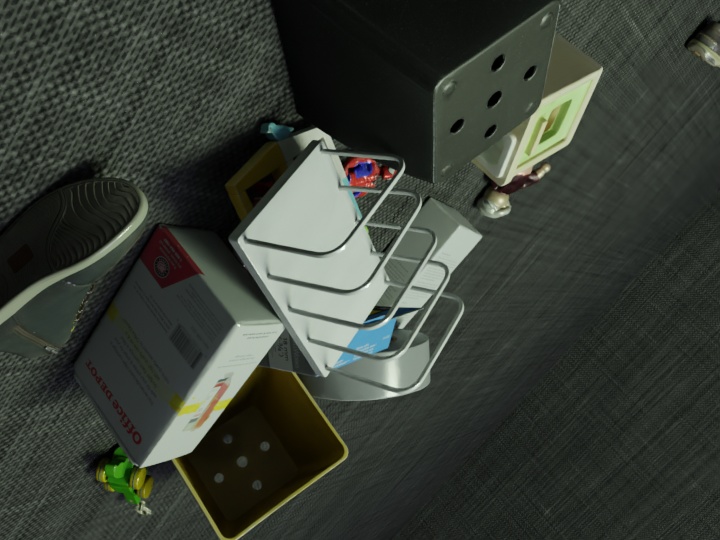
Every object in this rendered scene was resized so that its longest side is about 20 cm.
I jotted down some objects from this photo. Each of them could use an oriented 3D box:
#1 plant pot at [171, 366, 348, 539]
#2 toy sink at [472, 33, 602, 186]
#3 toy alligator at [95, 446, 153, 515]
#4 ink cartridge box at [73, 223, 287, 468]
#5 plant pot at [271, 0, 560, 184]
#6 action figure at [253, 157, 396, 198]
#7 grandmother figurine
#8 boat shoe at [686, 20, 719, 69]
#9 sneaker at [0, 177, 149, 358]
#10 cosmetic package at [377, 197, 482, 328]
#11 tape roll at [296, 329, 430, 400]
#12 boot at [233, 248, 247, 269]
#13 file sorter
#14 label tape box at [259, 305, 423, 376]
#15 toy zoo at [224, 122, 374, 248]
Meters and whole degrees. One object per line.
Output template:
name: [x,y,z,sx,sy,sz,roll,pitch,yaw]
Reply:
plant pot: [-0.164,0.254,1.025,0.199,0.201,0.177,-31,165,-25]
toy sink: [0.189,-0.198,0.911,0.199,0.112,0.131,-29,152,-28]
toy alligator: [-0.315,0.285,0.999,0.201,0.059,0.055,92,10,-57]
ink cartridge box: [-0.190,0.077,0.743,0.200,0.145,0.083,-52,155,19]
plant pot: [0.059,-0.200,0.639,0.199,0.178,0.200,-36,155,-13]
action figure: [-0.030,-0.094,0.823,0.199,0.052,0.066,-25,134,-39]
grandmother figurine: [0.247,-0.162,1.129,0.120,0.061,0.201,9,132,-26]
boat shoe: [0.678,-0.418,1.342,0.199,0.075,0.074,-11,141,-51]
sneaker: [-0.254,0.000,0.625,0.199,0.075,0.106,-34,160,2]
cosmetic package: [0.084,-0.007,1.105,0.200,0.071,0.101,-50,155,15]
tape roll: [0.003,0.135,1.065,0.199,0.199,0.067,-9,97,-50]
boot: [-0.110,0.005,0.859,0.095,0.074,0.200,-3,159,-9]
file sorter: [0.000,0.000,0.690,0.139,0.124,0.201,-54,136,-29]
label tape box: [-0.036,0.086,0.931,0.144,0.199,0.064,-14,102,-48]
toy zoo: [-0.060,-0.059,0.746,0.131,0.020,0.201,-41,121,-32]
